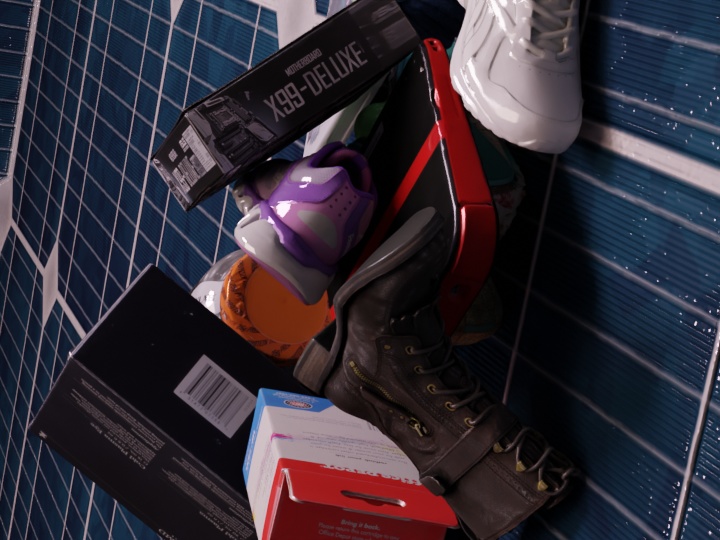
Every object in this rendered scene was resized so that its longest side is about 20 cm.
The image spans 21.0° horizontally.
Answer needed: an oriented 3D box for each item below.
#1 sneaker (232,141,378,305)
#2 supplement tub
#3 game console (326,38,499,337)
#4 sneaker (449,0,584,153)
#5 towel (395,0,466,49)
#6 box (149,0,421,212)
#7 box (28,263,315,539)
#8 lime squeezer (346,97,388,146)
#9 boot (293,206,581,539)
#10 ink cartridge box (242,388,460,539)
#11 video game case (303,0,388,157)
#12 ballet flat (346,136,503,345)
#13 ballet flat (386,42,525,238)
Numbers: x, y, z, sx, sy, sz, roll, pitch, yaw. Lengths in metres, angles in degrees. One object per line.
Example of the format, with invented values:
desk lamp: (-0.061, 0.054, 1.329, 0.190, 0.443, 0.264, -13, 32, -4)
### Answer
sneaker: (-0.029, -0.045, 1.258, 0.089, 0.080, 0.200, -49, 12, 7)
supplement tub: (-0.093, 0.055, 1.593, 0.200, 0.122, 0.123, 137, 137, -62)
game console: (0.027, -0.020, 1.241, 0.200, 0.031, 0.177, 120, 150, -44)
sneaker: (0.104, -0.163, 1.187, 0.099, 0.078, 0.200, 124, 147, -45)
towel: (0.060, -0.257, 1.306, 0.048, 0.112, 0.201, 1, 78, 27)
box: (-0.055, -0.112, 1.312, 0.050, 0.158, 0.200, 56, 168, -2)
box: (-0.136, 0.121, 1.500, 0.104, 0.200, 0.182, -51, 2, -29)
lime squeezer: (0.001, -0.099, 1.438, 0.200, 0.038, 0.071, -53, 26, 34)
boot: (0.059, 0.068, 1.136, 0.069, 0.174, 0.200, -44, -8, -34)
ink cartridge box: (-0.010, 0.149, 1.292, 0.200, 0.116, 0.067, -115, 37, -72)
video game case: (0.003, -0.197, 1.508, 0.182, 0.023, 0.201, 125, 158, -53)
ballet flat: (0.043, -0.019, 1.311, 0.200, 0.070, 0.071, -117, 38, -48)
ballet flat: (0.057, -0.083, 1.297, 0.200, 0.075, 0.064, -104, 17, -52)
